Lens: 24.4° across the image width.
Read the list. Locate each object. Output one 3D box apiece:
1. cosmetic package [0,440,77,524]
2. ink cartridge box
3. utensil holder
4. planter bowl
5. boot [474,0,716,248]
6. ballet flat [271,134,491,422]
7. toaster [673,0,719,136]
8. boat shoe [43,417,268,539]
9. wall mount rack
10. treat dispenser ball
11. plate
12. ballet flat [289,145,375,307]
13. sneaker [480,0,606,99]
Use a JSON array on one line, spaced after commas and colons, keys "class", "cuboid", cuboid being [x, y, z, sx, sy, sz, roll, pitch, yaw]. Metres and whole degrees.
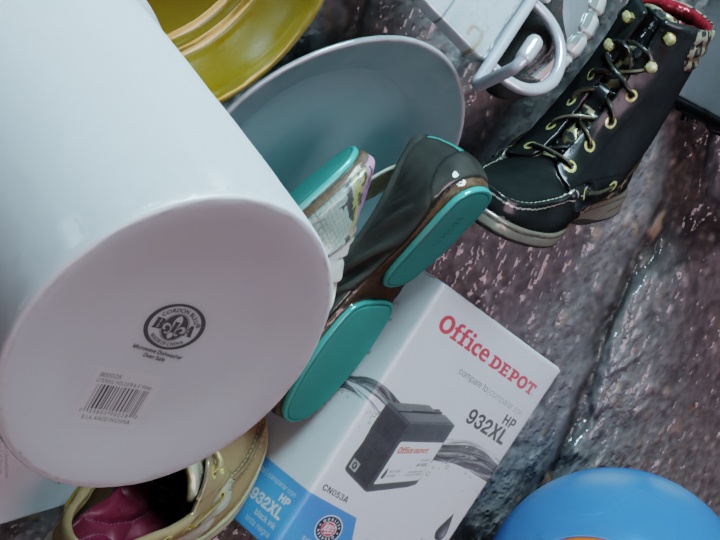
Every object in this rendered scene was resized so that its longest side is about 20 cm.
[{"class": "cosmetic package", "cuboid": [-0.229, 0.050, 0.897, 0.150, 0.052, 0.201, -12, 118, -32]}, {"class": "ink cartridge box", "cuboid": [0.017, 0.105, 1.092, 0.145, 0.084, 0.200, 35, 87, -42]}, {"class": "utensil holder", "cuboid": [-0.126, -0.028, 0.748, 0.169, 0.200, 0.170, -22, 137, -22]}, {"class": "planter bowl", "cuboid": [-0.110, -0.179, 0.845, 0.200, 0.083, 0.201, -22, 137, -22]}, {"class": "boot", "cuboid": [0.143, -0.100, 1.053, 0.203, 0.073, 0.154, -16, 139, -57]}, {"class": "ballet flat", "cuboid": [0.000, 0.000, 1.004, 0.200, 0.068, 0.068, -50, 153, 16]}, {"class": "toaster", "cuboid": [0.346, -0.125, 1.162, 0.180, 0.200, 0.119, 0, 116, -37]}, {"class": "boat shoe", "cuboid": [-0.111, 0.125, 0.969, 0.200, 0.074, 0.066, -46, 169, -48]}, {"class": "wall mount rack", "cuboid": [0.078, -0.206, 0.959, 0.200, 0.074, 0.174, 42, 60, -17]}, {"class": "treat dispenser ball", "cuboid": [0.184, 0.244, 1.209, 0.200, 0.201, 0.202, -17, 120, -31]}, {"class": "plate", "cuboid": [-0.027, -0.064, 0.985, 0.200, 0.026, 0.201, -24, 144, -18]}, {"class": "ballet flat", "cuboid": [-0.061, 0.011, 0.954, 0.200, 0.069, 0.071, -36, 100, 2]}, {"class": "sneaker", "cuboid": [0.114, -0.212, 1.033, 0.116, 0.075, 0.200, 46, 72, -36]}]
